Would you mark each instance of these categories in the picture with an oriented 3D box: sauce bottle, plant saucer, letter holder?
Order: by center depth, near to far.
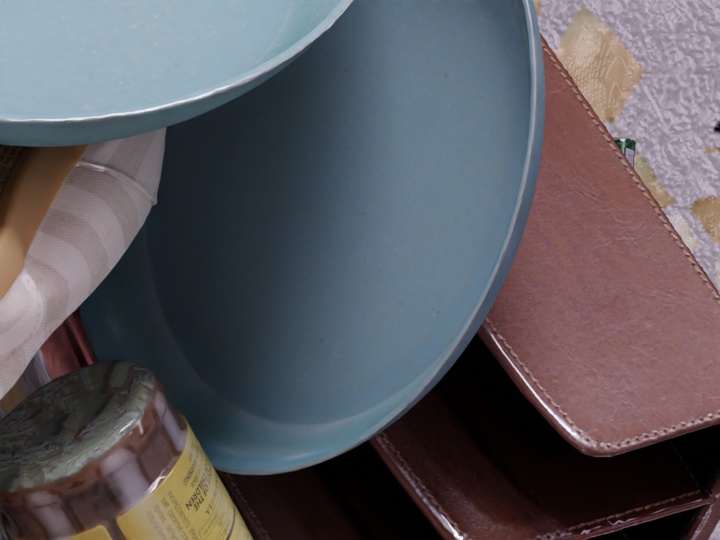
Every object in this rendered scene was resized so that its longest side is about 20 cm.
[{"bbox_3d":[-0.093,-0.097,0.854,0.036,0.199,0.201,95,-19,-45],"label":"plant saucer"},{"bbox_3d":[-0.015,-0.036,0.889,0.027,0.200,0.201,14,43,-45],"label":"plant saucer"},{"bbox_3d":[-0.047,0.121,0.891,0.065,0.064,0.201,-107,172,-62],"label":"sauce bottle"},{"bbox_3d":[0.016,0.011,0.932,0.201,0.141,0.101,59,-35,30],"label":"letter holder"}]

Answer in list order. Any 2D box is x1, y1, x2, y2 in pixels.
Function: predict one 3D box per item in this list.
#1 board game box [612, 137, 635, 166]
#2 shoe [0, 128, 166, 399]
[{"bbox_3d":[0.000,0.000,1.064,0.023,0.199,0.106,14,79,-72],"label":"board game box"},{"bbox_3d":[-0.100,-0.022,0.856,0.200,0.069,0.054,-65,143,-53],"label":"shoe"}]
